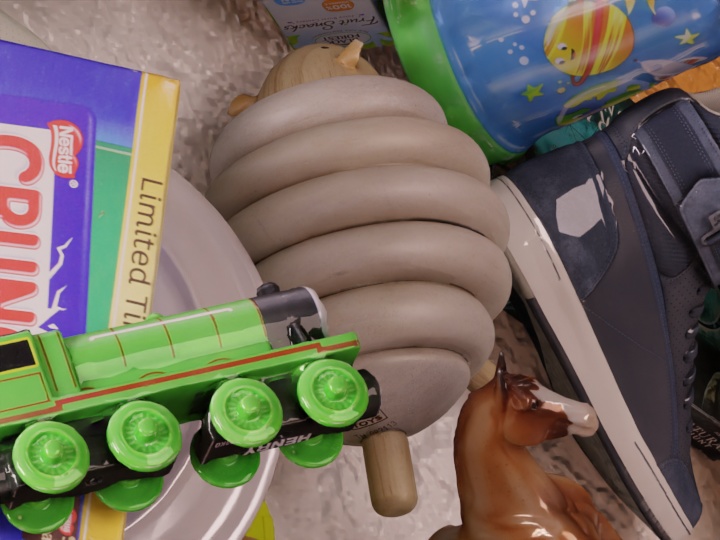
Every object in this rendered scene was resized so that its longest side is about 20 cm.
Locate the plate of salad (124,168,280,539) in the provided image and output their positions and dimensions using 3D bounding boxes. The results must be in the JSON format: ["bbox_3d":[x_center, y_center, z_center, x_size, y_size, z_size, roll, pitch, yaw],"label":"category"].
[{"bbox_3d":[-0.124,0.038,0.832,0.199,0.048,0.201,6,66,-14],"label":"plate of salad"}]

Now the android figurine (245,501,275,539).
[{"bbox_3d":[-0.079,0.140,0.878,0.181,0.041,0.201,11,70,-42],"label":"android figurine"}]

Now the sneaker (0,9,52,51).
[{"bbox_3d":[-0.175,-0.093,0.840,0.200,0.080,0.071,25,57,-38],"label":"sneaker"}]

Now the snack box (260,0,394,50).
[{"bbox_3d":[-0.024,-0.210,1.008,0.142,0.053,0.201,50,37,-65],"label":"snack box"}]

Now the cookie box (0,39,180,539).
[{"bbox_3d":[-0.167,0.007,0.760,0.199,0.075,0.172,12,65,-15],"label":"cookie box"}]

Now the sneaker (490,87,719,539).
[{"bbox_3d":[0.147,0.016,1.060,0.146,0.077,0.203,-31,119,-8],"label":"sneaker"}]

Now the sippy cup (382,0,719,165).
[{"bbox_3d":[0.091,-0.124,1.014,0.140,0.130,0.178,66,24,-19],"label":"sippy cup"}]

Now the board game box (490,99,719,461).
[{"bbox_3d":[0.124,-0.013,1.144,0.200,0.028,0.136,34,53,-32],"label":"board game box"}]

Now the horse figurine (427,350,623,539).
[{"bbox_3d":[0.071,0.121,0.946,0.132,0.200,0.050,25,55,-6],"label":"horse figurine"}]

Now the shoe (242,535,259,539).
[{"bbox_3d":[-0.045,0.194,0.839,0.070,0.053,0.201,2,74,-24],"label":"shoe"}]

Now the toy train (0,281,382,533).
[{"bbox_3d":[-0.089,0.044,0.711,0.199,0.042,0.057,-12,65,-24],"label":"toy train"}]

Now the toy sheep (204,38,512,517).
[{"bbox_3d":[0.000,0.000,0.945,0.137,0.138,0.201,8,56,-43],"label":"toy sheep"}]
